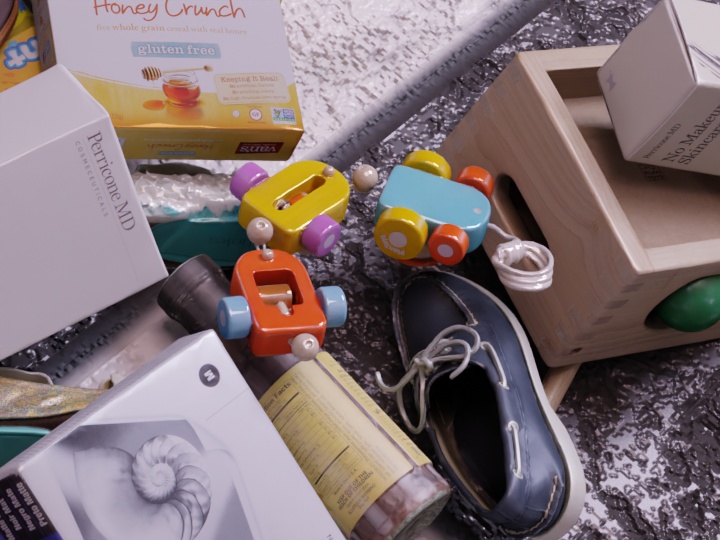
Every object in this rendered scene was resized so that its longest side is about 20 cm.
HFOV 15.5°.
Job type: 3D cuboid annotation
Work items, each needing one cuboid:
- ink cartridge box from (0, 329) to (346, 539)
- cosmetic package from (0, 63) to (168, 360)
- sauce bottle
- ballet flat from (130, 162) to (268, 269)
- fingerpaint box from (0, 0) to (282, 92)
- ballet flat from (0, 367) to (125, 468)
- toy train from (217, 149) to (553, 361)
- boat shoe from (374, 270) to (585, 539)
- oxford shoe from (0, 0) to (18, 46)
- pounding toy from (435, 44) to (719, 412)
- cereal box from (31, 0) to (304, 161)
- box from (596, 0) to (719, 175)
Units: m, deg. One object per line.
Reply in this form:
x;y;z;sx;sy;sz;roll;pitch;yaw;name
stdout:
-0.102;0.163;1.374;0.200;0.041;0.200;-37;98;-32;ink cartridge box
-0.216;-0.012;1.411;0.199;0.113;0.081;-28;34;-11;cosmetic package
-0.035;0.073;1.487;0.065;0.065;0.200;-32;70;-32;sauce bottle
-0.136;-0.034;1.532;0.199;0.072;0.072;3;56;-24;ballet flat
-0.176;-0.168;1.601;0.200;0.073;0.167;-30;70;-31;fingerpaint box
-0.157;0.084;1.445;0.199;0.071;0.071;5;56;-14;ballet flat
0.000;0.000;1.489;0.199;0.056;0.150;-9;47;-24;toy train
0.058;0.071;1.492;0.062;0.075;0.200;18;36;-40;boat shoe
-0.251;-0.139;1.453;0.071;0.073;0.200;39;37;13;oxford shoe
0.147;-0.012;1.574;0.184;0.142;0.200;-8;61;-38;pounding toy
-0.119;-0.157;1.543;0.143;0.040;0.201;-1;61;-21;cereal box
0.244;-0.099;1.550;0.199;0.082;0.069;6;54;-30;box
